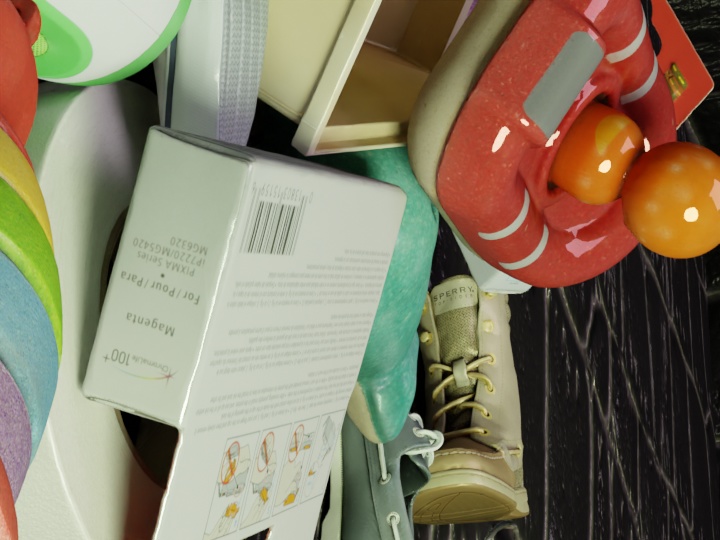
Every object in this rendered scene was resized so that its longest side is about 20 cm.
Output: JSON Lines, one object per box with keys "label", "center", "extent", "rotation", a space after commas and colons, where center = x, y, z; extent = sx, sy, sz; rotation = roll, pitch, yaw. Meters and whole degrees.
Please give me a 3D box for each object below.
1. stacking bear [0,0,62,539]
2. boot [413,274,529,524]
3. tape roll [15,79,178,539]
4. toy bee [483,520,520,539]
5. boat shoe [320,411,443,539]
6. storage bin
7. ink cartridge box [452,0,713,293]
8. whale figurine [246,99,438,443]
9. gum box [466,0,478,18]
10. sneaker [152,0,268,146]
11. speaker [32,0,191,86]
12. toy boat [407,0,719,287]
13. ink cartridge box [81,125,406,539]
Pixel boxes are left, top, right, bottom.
{"label": "stacking bear", "center": [-0.125, -0.007, 0.407], "extent": [0.201, 0.120, 0.114], "rotation": [-92, 162, -46]}
{"label": "boot", "center": [0.064, 0.079, 1.050], "extent": [0.200, 0.072, 0.158], "rotation": [30, 54, -72]}
{"label": "tape roll", "center": [-0.089, 0.029, 0.621], "extent": [0.203, 0.037, 0.206], "rotation": [-7, 90, -73]}
{"label": "toy bee", "center": [-0.020, 0.194, 0.707], "extent": [0.201, 0.108, 0.132], "rotation": [-53, 147, -33]}
{"label": "boat shoe", "center": [0.018, 0.111, 0.899], "extent": [0.073, 0.061, 0.202], "rotation": [63, 25, -48]}
{"label": "storage bin", "center": [0.030, -0.165, 0.725], "extent": [0.198, 0.093, 0.202], "rotation": [-13, 131, -61]}
{"label": "ink cartridge box", "center": [0.114, -0.108, 1.044], "extent": [0.047, 0.200, 0.161], "rotation": [3, 51, -37]}
{"label": "whale figurine", "center": [0.000, 0.000, 0.812], "extent": [0.201, 0.103, 0.160], "rotation": [61, 26, -43]}
{"label": "gum box", "center": [0.033, -0.110, 0.961], "extent": [0.200, 0.066, 0.115], "rotation": [-50, 163, -69]}
{"label": "sneaker", "center": [-0.076, -0.135, 0.628], "extent": [0.073, 0.070, 0.203], "rotation": [7, 81, -79]}
{"label": "speaker", "center": [-0.121, -0.123, 0.495], "extent": [0.200, 0.087, 0.090], "rotation": [37, 47, -67]}
{"label": "toy boat", "center": [0.111, -0.050, 0.753], "extent": [0.131, 0.130, 0.200], "rotation": [-56, 159, -3]}
{"label": "ink cartridge box", "center": [-0.046, 0.043, 0.629], "extent": [0.200, 0.043, 0.176], "rotation": [2, 105, -74]}
